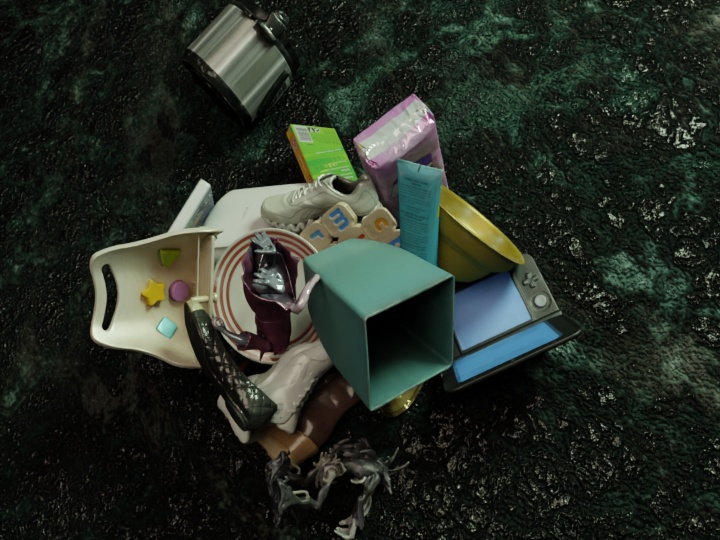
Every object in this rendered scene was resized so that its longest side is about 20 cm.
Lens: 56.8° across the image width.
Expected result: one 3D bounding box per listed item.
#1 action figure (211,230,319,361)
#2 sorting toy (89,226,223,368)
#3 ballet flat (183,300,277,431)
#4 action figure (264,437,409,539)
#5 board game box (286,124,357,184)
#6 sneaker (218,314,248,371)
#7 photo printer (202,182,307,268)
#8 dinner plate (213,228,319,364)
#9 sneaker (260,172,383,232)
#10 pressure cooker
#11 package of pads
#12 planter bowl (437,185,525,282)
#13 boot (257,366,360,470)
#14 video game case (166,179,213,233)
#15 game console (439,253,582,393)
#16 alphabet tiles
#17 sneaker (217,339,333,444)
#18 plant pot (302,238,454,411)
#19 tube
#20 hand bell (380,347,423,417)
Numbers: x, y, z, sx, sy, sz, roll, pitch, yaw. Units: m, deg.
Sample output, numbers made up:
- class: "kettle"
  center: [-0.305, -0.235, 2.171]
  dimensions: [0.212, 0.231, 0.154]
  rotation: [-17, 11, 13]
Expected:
- class: "action figure"
  center: [-0.113, 0.051, 0.909]
  dimensions: [0.145, 0.204, 0.135]
  rotation: [18, 44, 16]
- class: "sorting toy"
  center: [-0.297, 0.035, 0.958]
  dimensions: [0.106, 0.176, 0.207]
  rotation: [14, 102, 54]
- class: "ballet flat"
  center: [-0.185, 0.126, 0.912]
  dimensions: [0.056, 0.067, 0.203]
  rotation: [-27, 76, -29]
- class: "action figure"
  center: [-0.032, 0.293, 0.917]
  dimensions: [0.194, 0.105, 0.119]
  rotation: [1, 27, -24]
- class: "board game box"
  center: [-0.052, -0.164, 1.128]
  dimensions: [0.030, 0.093, 0.203]
  rotation: [-54, 50, 41]
- class: "sneaker"
  center: [-0.189, 0.080, 1.068]
  dimensions: [0.073, 0.079, 0.205]
  rotation: [18, 74, 22]
- class: "photo printer"
  center: [-0.172, -0.070, 1.107]
  dimensions: [0.193, 0.071, 0.169]
  rotation: [-3, 43, 16]
- class: "dinner plate"
  center: [-0.133, 0.039, 1.011]
  dimensions: [0.193, 0.024, 0.208]
  rotation: [1, 95, 8]
- class: "sneaker"
  center: [-0.063, -0.109, 1.005]
  dimensions: [0.193, 0.082, 0.077]
  rotation: [-1, 45, 15]
- class: "pressure cooker"
  center: [-0.206, -0.394, 1.220]
  dimensions: [0.175, 0.179, 0.201]
  rotation: [38, 82, 30]
- class: "package of pads"
  center: [0.065, -0.161, 1.023]
  dimensions: [0.119, 0.201, 0.076]
  rotation: [-34, 63, -3]
- class: "planter bowl"
  center: [0.140, -0.044, 0.980]
  dimensions: [0.201, 0.198, 0.084]
  rotation: [48, 111, 27]
- class: "boot"
  center: [-0.110, 0.188, 1.017]
  dimensions: [0.166, 0.073, 0.199]
  rotation: [-43, 61, -18]
- class: "video game case"
  center: [-0.302, -0.036, 1.102]
  dimensions: [0.023, 0.182, 0.204]
  rotation: [28, 77, -4]
- class: "game console"
  center: [0.185, 0.068, 0.937]
  dimensions: [0.195, 0.117, 0.180]
  rotation: [-24, 63, 5]
- class: "alphabet tiles"
  center: [0.000, 0.000, 0.995]
  dimensions: [0.194, 0.015, 0.201]
  rotation: [-34, 101, 30]
- class: "sneaker"
  center: [-0.100, 0.177, 0.945]
  dimensions: [0.197, 0.078, 0.101]
  rotation: [-32, 68, 0]
- class: "plant pot"
  center: [0.010, 0.047, 0.890]
  dimensions: [0.138, 0.145, 0.199]
  rotation: [-22, 38, -27]
- class: "tube"
  center: [0.079, -0.045, 0.908]
  dimensions: [0.076, 0.206, 0.050]
  rotation: [17, 32, 35]
- class: "hand bell"
  center: [-0.006, 0.125, 1.004]
  dimensions: [0.197, 0.104, 0.106]
  rotation: [26, 76, 38]
